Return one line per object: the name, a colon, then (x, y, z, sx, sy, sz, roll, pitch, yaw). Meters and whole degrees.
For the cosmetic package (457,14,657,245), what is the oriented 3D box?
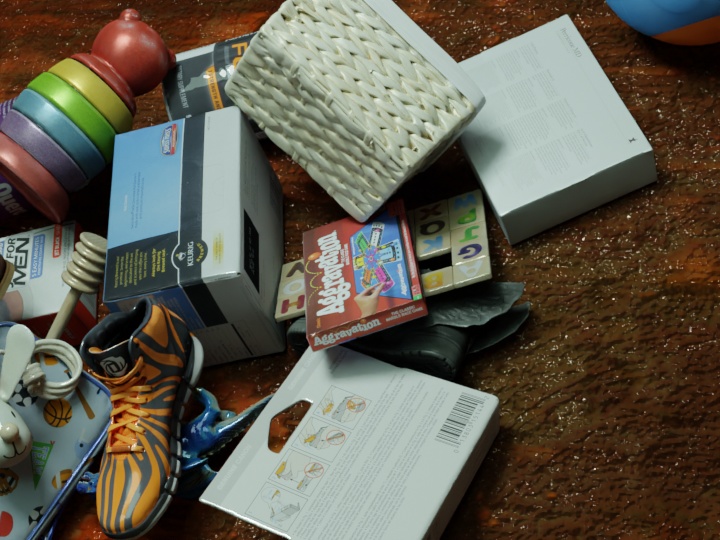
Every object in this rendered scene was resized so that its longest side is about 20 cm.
cosmetic package: (0.169, -0.136, 1.336, 0.150, 0.052, 0.201, -25, 51, 3)

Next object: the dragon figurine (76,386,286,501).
dragon figurine: (-0.146, 0.160, 1.224, 0.198, 0.059, 0.100, -11, 54, 17)

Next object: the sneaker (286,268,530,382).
sneaker: (0.041, 0.043, 1.248, 0.198, 0.060, 0.105, 7, 50, 27)

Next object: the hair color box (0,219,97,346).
hair color box: (-0.361, 0.031, 1.393, 0.198, 0.064, 0.112, -14, 53, 10)

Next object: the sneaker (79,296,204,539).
sneaker: (-0.195, 0.113, 1.167, 0.077, 0.112, 0.201, -7, 55, 22)

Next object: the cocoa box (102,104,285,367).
cocoa box: (-0.151, -0.027, 1.315, 0.130, 0.134, 0.201, -12, 52, 11)

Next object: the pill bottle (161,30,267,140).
pill bottle: (-0.092, -0.189, 1.431, 0.198, 0.107, 0.107, -14, 52, 9)

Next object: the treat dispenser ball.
treat dispenser ball: (0.310, -0.312, 1.319, 0.199, 0.201, 0.202, -9, 53, 12)

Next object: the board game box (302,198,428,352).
board game box: (0.000, 0.000, 1.250, 0.102, 0.020, 0.200, -20, 26, 6)

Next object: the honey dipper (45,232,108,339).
honey dipper: (-0.283, 0.060, 1.311, 0.038, 0.038, 0.201, 38, 106, 36)

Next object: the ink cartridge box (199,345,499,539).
ink cartridge box: (-0.004, 0.157, 1.148, 0.175, 0.045, 0.200, 17, 47, 22)

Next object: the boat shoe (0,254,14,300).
boat shoe: (-0.383, 0.052, 1.235, 0.070, 0.070, 0.201, -1, 49, 51)

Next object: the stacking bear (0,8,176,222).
stacking bear: (-0.265, -0.159, 1.366, 0.200, 0.121, 0.114, -50, 21, -12)

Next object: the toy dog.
toy dog: (-0.323, 0.057, 1.168, 0.200, 0.096, 0.132, 42, 64, -5)

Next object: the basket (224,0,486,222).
basket: (-0.011, -0.161, 1.290, 0.200, 0.136, 0.123, 44, 59, -1)

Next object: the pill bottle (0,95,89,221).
pill bottle: (-0.356, -0.118, 1.467, 0.198, 0.113, 0.113, -21, 51, 4)

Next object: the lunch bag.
lunch bag: (-0.314, 0.159, 1.241, 0.160, 0.075, 0.201, 38, 69, -11)

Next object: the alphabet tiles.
alphabet tiles: (0.019, -0.008, 1.279, 0.198, 0.008, 0.168, -16, 27, 10)
